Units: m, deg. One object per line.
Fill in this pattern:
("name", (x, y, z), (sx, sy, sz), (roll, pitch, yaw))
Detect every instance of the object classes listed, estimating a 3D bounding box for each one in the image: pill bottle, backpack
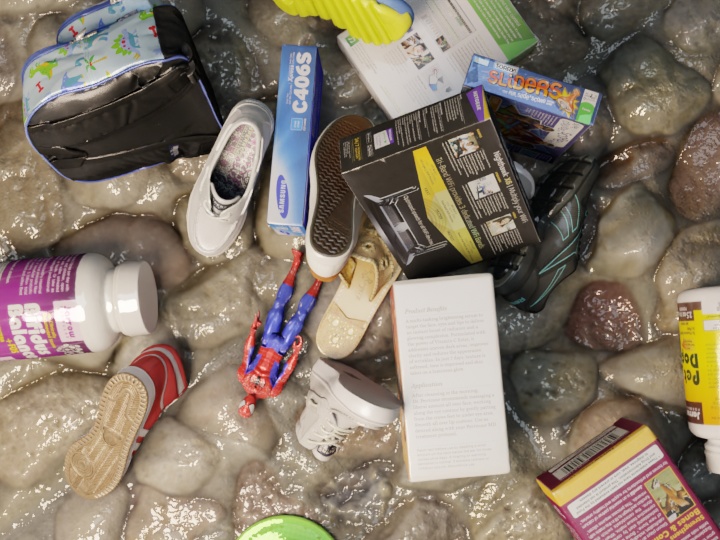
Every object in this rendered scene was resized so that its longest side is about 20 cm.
("pill bottle", (0.414, 0.118, 0.923), (0.108, 0.109, 0.203), (-4, 85, 1))
("backpack", (-0.270, -0.197, 0.933), (0.198, 0.184, 0.148), (-20, 63, -2))
("pill bottle", (-0.337, 0.040, 0.945), (0.197, 0.112, 0.114), (-6, 85, 2))

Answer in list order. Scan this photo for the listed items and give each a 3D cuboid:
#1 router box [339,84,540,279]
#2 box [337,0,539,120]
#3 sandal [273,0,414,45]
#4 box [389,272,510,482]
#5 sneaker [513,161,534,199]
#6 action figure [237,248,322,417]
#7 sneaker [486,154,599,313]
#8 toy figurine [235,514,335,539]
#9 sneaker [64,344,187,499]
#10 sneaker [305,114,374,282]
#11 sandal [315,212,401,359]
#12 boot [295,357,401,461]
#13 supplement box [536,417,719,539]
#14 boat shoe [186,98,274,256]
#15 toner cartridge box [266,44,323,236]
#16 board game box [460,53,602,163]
("router box", (0.087, -0.081, 0.876), (0.155, 0.201, 0.053), (-18, 49, 15))
("box", (0.092, -0.272, 0.999), (0.199, 0.036, 0.145), (-34, 85, 0))
("sandal", (-0.017, -0.329, 0.966), (0.199, 0.080, 0.087), (31, 73, 25))
("box", (0.092, 0.112, 0.909), (0.105, 0.152, 0.203), (-5, 84, 1))
("sneaker", (0.099, -0.095, 0.961), (0.197, 0.075, 0.083), (10, 69, 13))
("action figure", (-0.096, 0.077, 0.971), (0.065, 0.052, 0.202), (23, 89, -1))
("sneaker", (0.222, -0.043, 0.970), (0.079, 0.075, 0.201), (38, 82, -23))
("toy figurine", (-0.076, 0.376, 0.877), (0.149, 0.184, 0.202), (-29, 86, -1))
("sneaker", (-0.266, 0.171, 0.964), (0.071, 0.113, 0.201), (35, 117, 2))
("sneaker", (-0.029, -0.081, 0.934), (0.072, 0.085, 0.202), (14, 61, 0))
("sandal", (0.005, 0.002, 0.961), (0.077, 0.070, 0.214), (22, 86, 3))
("boot", (-0.018, 0.161, 0.891), (0.073, 0.200, 0.097), (19, 90, -15))
("supplement box", (0.307, 0.283, 0.915), (0.130, 0.103, 0.201), (-33, 85, -2))
("boat shoe", (-0.149, -0.091, 0.933), (0.071, 0.069, 0.201), (28, 118, -10))
("toner cartridge box", (-0.074, -0.146, 0.963), (0.043, 0.095, 0.203), (4, 85, 3))
("board game box", (0.170, -0.169, 0.906), (0.134, 0.200, 0.035), (19, 87, 2))
